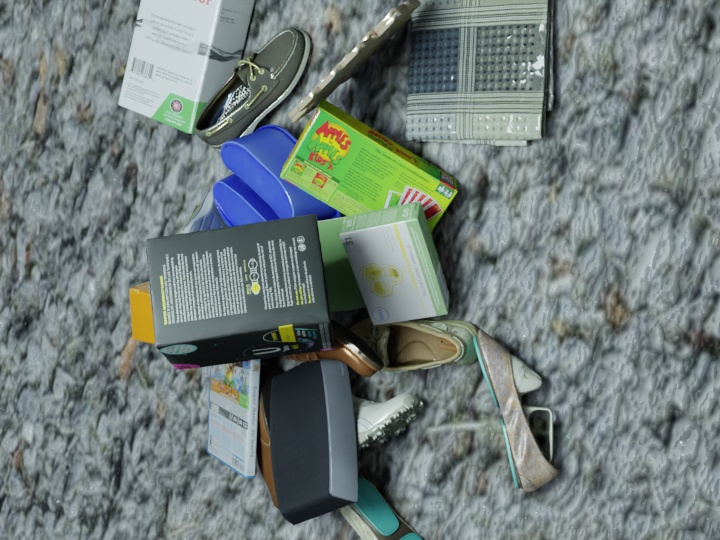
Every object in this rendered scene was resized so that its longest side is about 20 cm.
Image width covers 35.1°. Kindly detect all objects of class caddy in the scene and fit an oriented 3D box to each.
[{"bbox_3d":[-0.106,-0.103,1.513,0.200,0.104,0.143,43,133,28],"label":"caddy"}]

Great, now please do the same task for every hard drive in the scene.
[{"bbox_3d":[-0.065,0.213,1.471,0.134,0.042,0.203,-27,57,38],"label":"hard drive"}]

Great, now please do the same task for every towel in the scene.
[{"bbox_3d":[0.147,-0.252,1.394,0.197,0.034,0.197,5,93,34],"label":"towel"}]

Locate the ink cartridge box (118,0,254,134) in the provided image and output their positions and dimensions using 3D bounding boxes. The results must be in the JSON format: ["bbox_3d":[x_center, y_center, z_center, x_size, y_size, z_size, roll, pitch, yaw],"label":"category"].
[{"bbox_3d":[-0.243,-0.307,1.595,0.144,0.084,0.203,24,105,28],"label":"ink cartridge box"}]

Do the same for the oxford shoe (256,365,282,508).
[{"bbox_3d":[-0.120,0.233,1.564,0.071,0.071,0.204,-15,84,40],"label":"oxford shoe"}]

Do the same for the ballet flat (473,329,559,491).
[{"bbox_3d":[0.194,0.162,1.374,0.066,0.068,0.203,-17,89,11],"label":"ballet flat"}]

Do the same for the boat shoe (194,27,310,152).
[{"bbox_3d":[-0.146,-0.248,1.536,0.202,0.060,0.072,-49,53,12],"label":"boat shoe"}]

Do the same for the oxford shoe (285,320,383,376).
[{"bbox_3d":[-0.057,0.091,1.439,0.198,0.071,0.072,29,90,30],"label":"oxford shoe"}]

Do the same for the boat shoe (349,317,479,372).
[{"bbox_3d":[0.056,0.091,1.447,0.197,0.062,0.075,-6,91,33],"label":"boat shoe"}]

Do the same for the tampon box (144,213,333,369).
[{"bbox_3d":[-0.136,0.030,1.321,0.196,0.150,0.129,-8,75,-1],"label":"tampon box"}]

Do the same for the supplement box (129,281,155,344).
[{"bbox_3d":[-0.195,0.040,1.517,0.124,0.199,0.075,7,107,29],"label":"supplement box"}]

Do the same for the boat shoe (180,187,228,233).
[{"bbox_3d":[-0.211,-0.043,1.544,0.062,0.201,0.072,-37,109,27],"label":"boat shoe"}]

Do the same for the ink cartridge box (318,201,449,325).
[{"bbox_3d":[0.000,0.000,1.423,0.197,0.048,0.147,-10,123,17],"label":"ink cartridge box"}]

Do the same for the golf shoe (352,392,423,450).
[{"bbox_3d":[-0.010,0.192,1.490,0.199,0.078,0.098,-33,70,28],"label":"golf shoe"}]

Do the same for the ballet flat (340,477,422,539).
[{"bbox_3d":[0.041,0.358,1.484,0.201,0.067,0.063,53,144,22],"label":"ballet flat"}]

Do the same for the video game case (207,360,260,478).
[{"bbox_3d":[-0.177,0.171,1.585,0.142,0.018,0.204,13,102,60],"label":"video game case"}]

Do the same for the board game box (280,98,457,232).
[{"bbox_3d":[0.011,-0.114,1.412,0.198,0.048,0.102,30,110,-10],"label":"board game box"}]

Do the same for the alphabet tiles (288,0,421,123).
[{"bbox_3d":[-0.008,-0.258,1.391,0.015,0.196,0.199,47,120,-4],"label":"alphabet tiles"}]
